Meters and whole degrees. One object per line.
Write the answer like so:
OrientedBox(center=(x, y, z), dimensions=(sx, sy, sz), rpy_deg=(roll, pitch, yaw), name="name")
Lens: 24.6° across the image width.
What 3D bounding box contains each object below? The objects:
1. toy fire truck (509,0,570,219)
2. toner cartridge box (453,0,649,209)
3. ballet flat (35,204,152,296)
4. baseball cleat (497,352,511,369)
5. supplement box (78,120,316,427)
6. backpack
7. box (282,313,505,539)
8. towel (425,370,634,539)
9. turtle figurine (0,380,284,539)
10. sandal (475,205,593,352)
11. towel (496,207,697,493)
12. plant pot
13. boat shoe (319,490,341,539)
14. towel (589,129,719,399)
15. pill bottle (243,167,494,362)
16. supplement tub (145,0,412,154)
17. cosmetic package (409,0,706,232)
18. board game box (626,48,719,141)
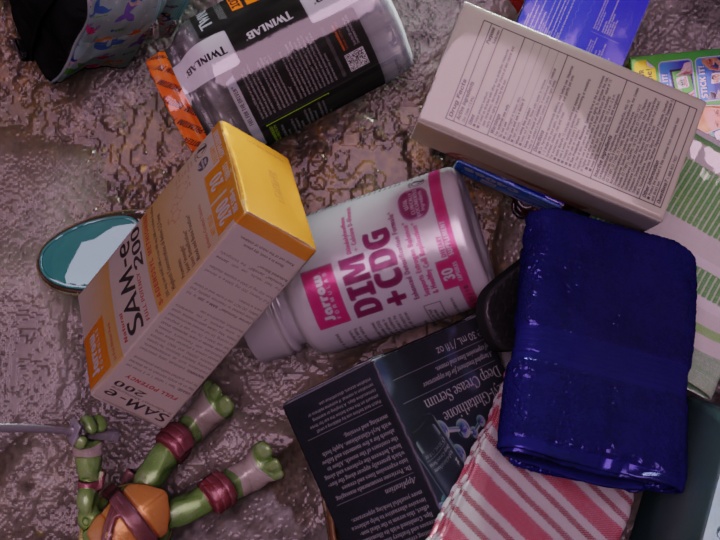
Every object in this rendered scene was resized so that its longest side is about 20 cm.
OrientedBox(center=(0.143, -0.150, 1.373), dimensions=(0.141, 0.049, 0.201), rpy_deg=(-36, 83, -4), name="toy fire truck")
OrientedBox(center=(0.156, -0.156, 1.328), dimensions=(0.094, 0.043, 0.202), rpy_deg=(24, 83, 2), name="toner cartridge box")
OrientedBox(center=(-0.167, -0.024, 1.365), dimensions=(0.198, 0.071, 0.071), rpy_deg=(-19, 82, 4), name="ballet flat")
OrientedBox(center=(0.170, 0.061, 1.333), dimensions=(0.198, 0.070, 0.107), rpy_deg=(-25, 82, -1), name="baseball cleat")
OrientedBox(center=(-0.130, 0.003, 1.268), dimensions=(0.073, 0.127, 0.200), rpy_deg=(28, 115, -31), name="supplement box")
OrientedBox(center=(-0.217, -0.264, 1.335), dimensions=(0.149, 0.200, 0.179), rpy_deg=(-19, 80, -20), name="backpack")
OrientedBox(center=(0.057, 0.157, 1.266), dimensions=(0.107, 0.148, 0.202), rpy_deg=(-28, 85, 39), name="box")
OrientedBox(center=(0.129, 0.180, 1.219), dimensions=(0.146, 0.030, 0.201), rpy_deg=(44, 49, -16), name="towel")
OrientedBox(center=(-0.163, 0.170, 1.285), dimensions=(0.193, 0.201, 0.143), rpy_deg=(-37, 43, -23), name="turtle figurine")
OrientedBox(center=(0.154, -0.003, 1.321), dimensions=(0.199, 0.045, 0.076), rpy_deg=(-34, 106, -33), name="sandal")
OrientedBox(center=(0.177, 0.062, 1.231), dimensions=(0.146, 0.050, 0.202), rpy_deg=(15, 66, -12), name="towel")
OrientedBox(center=(0.295, 0.177, 1.244), dimensions=(0.140, 0.200, 0.143), rpy_deg=(16, 83, 5), name="plant pot")
OrientedBox(center=(0.006, 0.230, 1.316), dimensions=(0.075, 0.074, 0.202), rpy_deg=(-17, 81, 1), name="boat shoe")
OrientedBox(center=(0.251, -0.020, 1.308), dimensions=(0.152, 0.023, 0.201), rpy_deg=(29, 68, 3), name="towel")
OrientedBox(center=(0.000, 0.000, 1.323), dimensions=(0.198, 0.113, 0.114), rpy_deg=(-18, 81, 10), name="pill bottle")
OrientedBox(center=(-0.068, -0.176, 1.352), dimensions=(0.199, 0.123, 0.123), rpy_deg=(-28, 82, -2), name="supplement tub")
OrientedBox(center=(0.148, -0.114, 1.256), dimensions=(0.198, 0.087, 0.104), rpy_deg=(24, 84, -1), name="cosmetic package")
OrientedBox(center=(0.298, -0.083, 1.366), dimensions=(0.133, 0.029, 0.202), rpy_deg=(-5, 82, 1), name="board game box")
